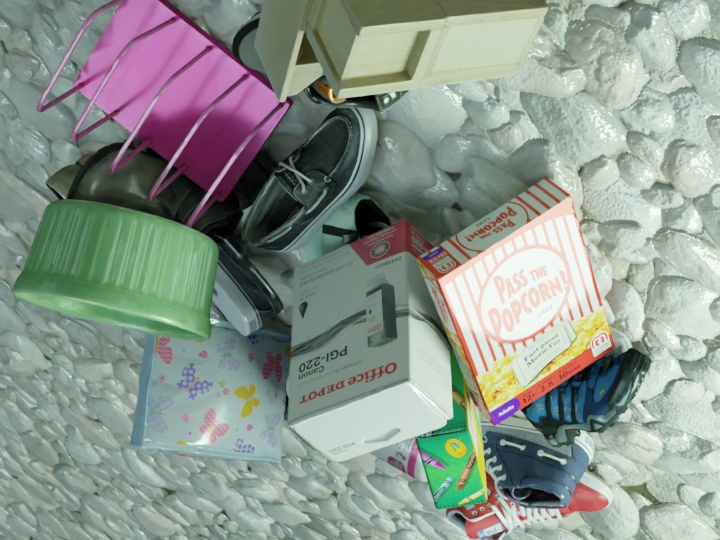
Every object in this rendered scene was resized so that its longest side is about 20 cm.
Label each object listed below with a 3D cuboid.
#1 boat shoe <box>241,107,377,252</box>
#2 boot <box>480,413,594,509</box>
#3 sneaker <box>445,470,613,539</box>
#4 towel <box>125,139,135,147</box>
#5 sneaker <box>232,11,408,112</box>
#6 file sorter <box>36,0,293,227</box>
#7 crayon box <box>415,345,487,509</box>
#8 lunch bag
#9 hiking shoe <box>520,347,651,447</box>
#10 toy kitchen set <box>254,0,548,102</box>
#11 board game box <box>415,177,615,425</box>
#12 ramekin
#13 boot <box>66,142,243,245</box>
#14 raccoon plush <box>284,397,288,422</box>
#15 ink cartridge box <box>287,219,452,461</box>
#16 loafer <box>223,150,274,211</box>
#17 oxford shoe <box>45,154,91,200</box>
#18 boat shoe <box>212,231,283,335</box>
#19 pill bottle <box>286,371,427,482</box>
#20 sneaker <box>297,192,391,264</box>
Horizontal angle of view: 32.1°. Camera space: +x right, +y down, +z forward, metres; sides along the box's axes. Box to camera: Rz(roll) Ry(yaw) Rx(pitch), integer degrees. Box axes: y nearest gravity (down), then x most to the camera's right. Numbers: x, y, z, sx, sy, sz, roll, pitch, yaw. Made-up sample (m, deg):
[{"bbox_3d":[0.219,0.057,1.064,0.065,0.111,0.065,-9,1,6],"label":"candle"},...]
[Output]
[{"bbox_3d":[-0.052,-0.087,1.250,0.072,0.071,0.201,50,127,24],"label":"boat shoe"},{"bbox_3d":[0.169,0.223,1.460,0.199,0.091,0.073,-2,131,40],"label":"boot"},{"bbox_3d":[0.195,0.284,1.489,0.199,0.113,0.072,3,135,36],"label":"sneaker"},{"bbox_3d":[-0.249,-0.047,1.495,0.145,0.022,0.201,51,153,23],"label":"towel"},{"bbox_3d":[-0.040,-0.194,1.160,0.199,0.080,0.074,15,142,28],"label":"sneaker"},{"bbox_3d":[-0.199,-0.160,1.243,0.200,0.126,0.139,38,118,-3],"label":"file sorter"},{"bbox_3d":[0.092,0.135,1.330,0.058,0.201,0.119,-10,132,8],"label":"crayon box"},{"bbox_3d":[-0.192,0.144,1.531,0.126,0.171,0.199,-5,167,41],"label":"lunch bag"},{"bbox_3d":[0.225,0.126,1.317,0.086,0.075,0.200,37,145,-4],"label":"hiking shoe"},{"bbox_3d":[0.017,-0.229,1.080,0.201,0.179,0.164,65,152,28],"label":"toy kitchen set"},{"bbox_3d":[0.153,0.033,1.205,0.046,0.151,0.201,45,164,52],"label":"board game box"},{"bbox_3d":[-0.237,0.000,1.247,0.198,0.099,0.200,12,171,2],"label":"ramekin"},{"bbox_3d":[-0.206,-0.073,1.315,0.130,0.200,0.068,37,112,14],"label":"boot"},{"bbox_3d":[-0.171,0.179,1.646,0.199,0.134,0.097,25,143,14],"label":"raccoon plush"},{"bbox_3d":[0.008,0.070,1.235,0.145,0.201,0.085,-23,137,25],"label":"ink cartridge box"},{"bbox_3d":[-0.184,-0.142,1.348,0.199,0.063,0.072,36,147,-2],"label":"loafer"},{"bbox_3d":[-0.323,-0.037,1.533,0.071,0.074,0.201,2,118,61],"label":"oxford shoe"},{"bbox_3d":[-0.165,-0.019,1.475,0.200,0.068,0.072,51,155,16],"label":"boat shoe"},{"bbox_3d":[0.019,0.155,1.478,0.199,0.113,0.114,27,145,21],"label":"pill bottle"},{"bbox_3d":[0.000,0.000,1.349,0.118,0.074,0.201,7,134,42],"label":"sneaker"}]
